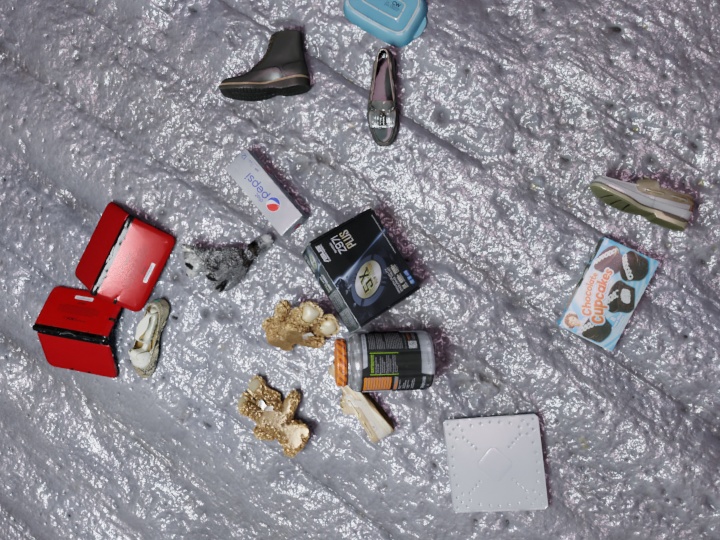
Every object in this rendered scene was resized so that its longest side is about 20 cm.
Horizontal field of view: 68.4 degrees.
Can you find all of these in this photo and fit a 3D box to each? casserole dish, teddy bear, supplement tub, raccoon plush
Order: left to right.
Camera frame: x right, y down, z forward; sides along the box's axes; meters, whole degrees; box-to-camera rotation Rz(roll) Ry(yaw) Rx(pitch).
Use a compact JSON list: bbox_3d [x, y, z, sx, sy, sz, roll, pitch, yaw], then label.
[{"bbox_3d":[-0.310,-0.043,1.215,0.199,0.097,0.134,-37,70,-20],"label":"raccoon plush"},{"bbox_3d":[-0.194,0.328,1.206,0.198,0.067,0.146,19,86,15],"label":"teddy bear"},{"bbox_3d":[-0.128,0.113,1.139,0.144,0.200,0.067,22,57,-16],"label":"teddy bear"},{"bbox_3d":[0.046,0.188,1.098,0.198,0.123,0.124,0,92,-7],"label":"supplement tub"},{"bbox_3d":[0.051,-0.568,1.136,0.199,0.039,0.122,32,98,7],"label":"casserole dish"}]

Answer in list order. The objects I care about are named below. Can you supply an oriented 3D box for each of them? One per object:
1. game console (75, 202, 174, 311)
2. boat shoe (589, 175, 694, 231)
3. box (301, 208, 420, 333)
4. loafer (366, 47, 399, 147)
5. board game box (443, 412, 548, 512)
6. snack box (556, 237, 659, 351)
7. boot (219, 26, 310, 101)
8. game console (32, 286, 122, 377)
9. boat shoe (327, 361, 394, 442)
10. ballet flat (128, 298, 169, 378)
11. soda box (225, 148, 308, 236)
[{"bbox_3d":[-0.560,-0.033,1.261,0.171,0.119,0.201,26,92,-23],"label":"game console"},{"bbox_3d":[0.555,-0.148,1.048,0.198,0.075,0.069,25,90,1],"label":"boat shoe"},{"bbox_3d":[0.000,0.000,1.106,0.163,0.086,0.201,-30,86,-21],"label":"box"},{"bbox_3d":[0.045,-0.369,1.130,0.071,0.063,0.203,0,92,10],"label":"loafer"},{"bbox_3d":[0.287,0.410,1.135,0.198,0.026,0.202,-7,91,10],"label":"board game box"},{"bbox_3d":[0.500,0.048,1.078,0.115,0.037,0.202,26,96,9],"label":"snack box"},{"bbox_3d":[-0.215,-0.458,1.176,0.198,0.077,0.140,-5,87,-3],"label":"boot"},{"bbox_3d":[-0.675,0.150,1.302,0.198,0.119,0.174,8,63,9],"label":"game console"},{"bbox_3d":[-0.012,0.292,1.160,0.069,0.074,0.200,-41,86,3],"label":"boat shoe"},{"bbox_3d":[-0.505,0.162,1.242,0.067,0.075,0.202,18,95,8],"label":"ballet flat"},{"bbox_3d":[-0.207,-0.172,1.183,0.068,0.063,0.200,-42,85,8],"label":"soda box"}]
